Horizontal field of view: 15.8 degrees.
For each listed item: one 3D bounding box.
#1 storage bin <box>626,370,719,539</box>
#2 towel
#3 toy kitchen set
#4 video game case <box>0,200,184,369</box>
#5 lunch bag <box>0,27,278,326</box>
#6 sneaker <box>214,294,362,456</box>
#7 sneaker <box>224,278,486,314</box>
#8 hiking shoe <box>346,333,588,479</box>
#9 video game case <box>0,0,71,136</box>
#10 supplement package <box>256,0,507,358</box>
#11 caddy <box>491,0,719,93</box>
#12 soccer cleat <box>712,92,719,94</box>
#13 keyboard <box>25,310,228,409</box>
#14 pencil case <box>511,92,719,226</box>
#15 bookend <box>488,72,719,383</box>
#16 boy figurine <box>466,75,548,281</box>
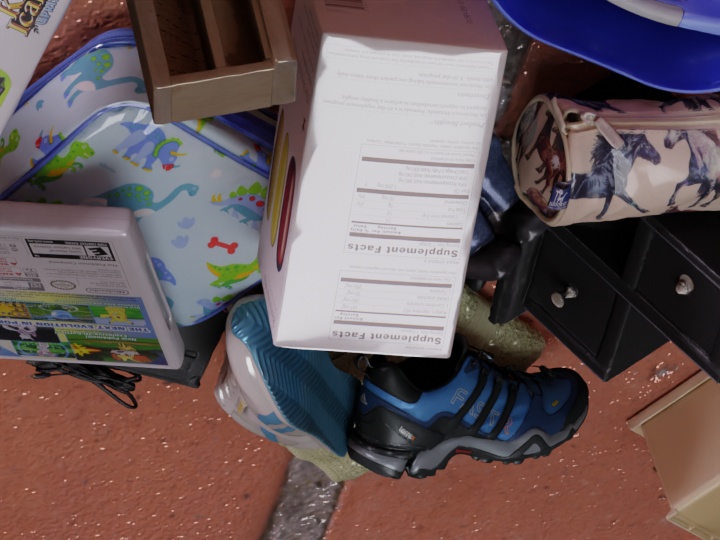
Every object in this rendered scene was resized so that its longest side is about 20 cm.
[{"bbox_3d":[0.349,0.132,1.981,0.200,0.094,0.198,-37,137,24],"label":"storage bin"},{"bbox_3d":[0.022,0.077,1.852,0.199,0.037,0.148,-34,138,21],"label":"towel"},{"bbox_3d":[-0.046,-0.216,1.351,0.162,0.182,0.200,-10,153,-9],"label":"toy kitchen set"},{"bbox_3d":[-0.220,0.007,1.594,0.198,0.022,0.183,3,152,9],"label":"video game case"},{"bbox_3d":[-0.127,-0.055,1.609,0.160,0.083,0.199,-37,135,28],"label":"lunch bag"},{"bbox_3d":[-0.062,0.072,1.722,0.080,0.077,0.200,9,159,18],"label":"sneaker"},{"bbox_3d":[0.000,0.000,1.713,0.198,0.088,0.074,-17,141,2],"label":"sneaker"},{"bbox_3d":[0.083,0.086,1.795,0.199,0.074,0.087,-11,116,-36],"label":"hiking shoe"},{"bbox_3d":[-0.192,-0.185,1.342,0.045,0.201,0.182,12,133,-27],"label":"video game case"},{"bbox_3d":[0.009,-0.064,1.518,0.109,0.114,0.201,4,117,-11],"label":"supplement package"},{"bbox_3d":[0.165,-0.183,1.498,0.199,0.105,0.142,21,135,-6],"label":"caddy"},{"bbox_3d":[0.230,-0.167,1.623,0.068,0.073,0.200,-14,127,28],"label":"soccer cleat"},{"bbox_3d":[-0.187,0.028,1.739,0.199,0.040,0.105,18,107,-32],"label":"keyboard"},{"bbox_3d":[0.196,-0.074,1.567,0.198,0.078,0.089,-5,162,-15],"label":"pencil case"},{"bbox_3d":[0.195,0.009,1.689,0.092,0.199,0.201,-29,150,-31],"label":"bookend"},{"bbox_3d":[0.043,-0.091,1.618,0.124,0.064,0.200,-45,121,-16],"label":"boy figurine"}]
